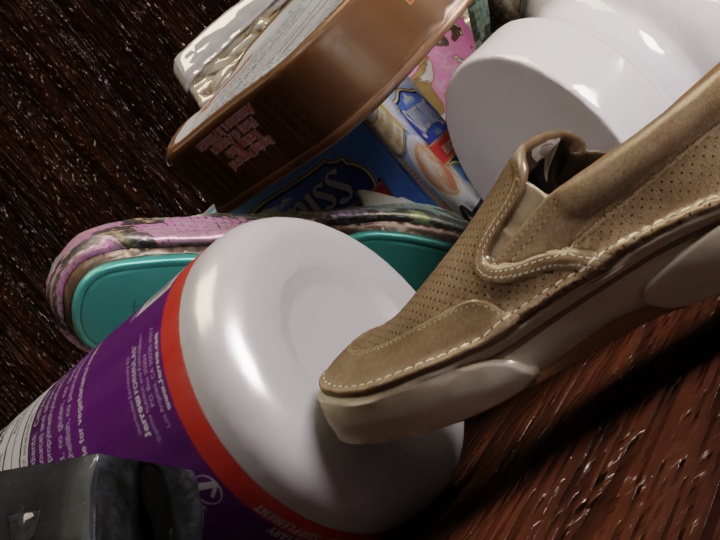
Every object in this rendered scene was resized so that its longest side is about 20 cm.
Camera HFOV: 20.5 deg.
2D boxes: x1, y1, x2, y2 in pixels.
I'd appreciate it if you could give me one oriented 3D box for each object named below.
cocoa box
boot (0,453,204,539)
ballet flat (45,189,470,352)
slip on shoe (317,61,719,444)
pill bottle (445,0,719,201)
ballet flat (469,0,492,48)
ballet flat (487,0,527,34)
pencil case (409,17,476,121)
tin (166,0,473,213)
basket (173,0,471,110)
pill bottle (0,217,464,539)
[{"bbox_3d":[0.000,0.000,0.932,0.133,0.131,0.200,-39,2,12],"label":"cocoa box"},{"bbox_3d":[-0.130,0.151,0.650,0.199,0.166,0.066,-12,-4,34],"label":"boot"},{"bbox_3d":[-0.021,-0.001,0.768,0.199,0.069,0.071,0,29,-10],"label":"ballet flat"},{"bbox_3d":[0.060,-0.010,0.562,0.200,0.061,0.076,-27,7,39],"label":"slip on shoe"},{"bbox_3d":[0.131,-0.091,0.709,0.200,0.116,0.116,-41,2,-26],"label":"pill bottle"},{"bbox_3d":[0.083,-0.158,0.845,0.069,0.201,0.071,-1,-1,-15],"label":"ballet flat"},{"bbox_3d":[0.106,-0.090,0.813,0.200,0.046,0.068,19,-85,-52],"label":"ballet flat"},{"bbox_3d":[0.043,-0.082,1.070,0.086,0.200,0.083,-39,-9,3],"label":"pencil case"},{"bbox_3d":[-0.013,-0.085,0.769,0.112,0.042,0.200,-49,10,-26],"label":"tin"},{"bbox_3d":[0.028,-0.103,1.249,0.198,0.161,0.200,-40,-35,9],"label":"basket"},{"bbox_3d":[-0.063,0.075,0.701,0.200,0.113,0.112,-39,2,37],"label":"pill bottle"}]
